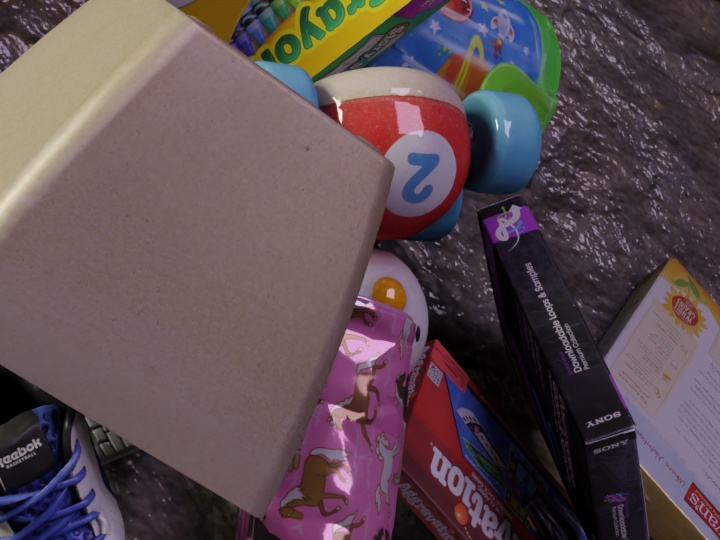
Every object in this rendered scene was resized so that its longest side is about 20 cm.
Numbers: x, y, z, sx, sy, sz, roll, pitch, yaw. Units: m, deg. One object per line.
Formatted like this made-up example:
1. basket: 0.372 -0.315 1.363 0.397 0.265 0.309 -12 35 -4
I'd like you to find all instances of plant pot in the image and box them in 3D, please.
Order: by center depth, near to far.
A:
1. plant pot: -0.100 -0.030 1.001 0.199 0.178 0.200 34 2 -24

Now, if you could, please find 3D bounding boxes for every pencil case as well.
1. pencil case: -0.023 0.109 1.069 0.086 0.082 0.201 34 63 -65

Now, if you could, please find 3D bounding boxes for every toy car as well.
1. toy car: 0.000 0.000 1.175 0.183 0.177 0.201 4 71 -29

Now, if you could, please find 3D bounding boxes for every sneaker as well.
1. sneaker: -0.149 0.123 0.957 0.080 0.115 0.200 -26 69 -6

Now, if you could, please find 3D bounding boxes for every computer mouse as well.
1. computer mouse: 0.143 0.213 1.205 0.201 0.034 0.059 57 10 -16

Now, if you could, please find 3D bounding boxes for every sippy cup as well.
1. sippy cup: 0.039 -0.138 1.309 0.130 0.177 0.141 26 57 -40

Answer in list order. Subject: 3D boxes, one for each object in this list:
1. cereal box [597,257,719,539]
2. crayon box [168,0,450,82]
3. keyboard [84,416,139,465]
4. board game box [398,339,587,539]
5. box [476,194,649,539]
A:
1. cereal box: 0.220 0.096 1.395 0.144 0.039 0.200 48 40 -4
2. crayon box: -0.048 -0.197 1.234 0.173 0.200 0.058 61 26 12
3. keyboard: -0.175 0.014 1.107 0.056 0.011 0.201 -21 77 -49
4. board game box: 0.086 0.145 1.213 0.200 0.019 0.103 49 39 -24
5. box: 0.124 0.072 1.222 0.143 0.036 0.201 75 -6 -45
